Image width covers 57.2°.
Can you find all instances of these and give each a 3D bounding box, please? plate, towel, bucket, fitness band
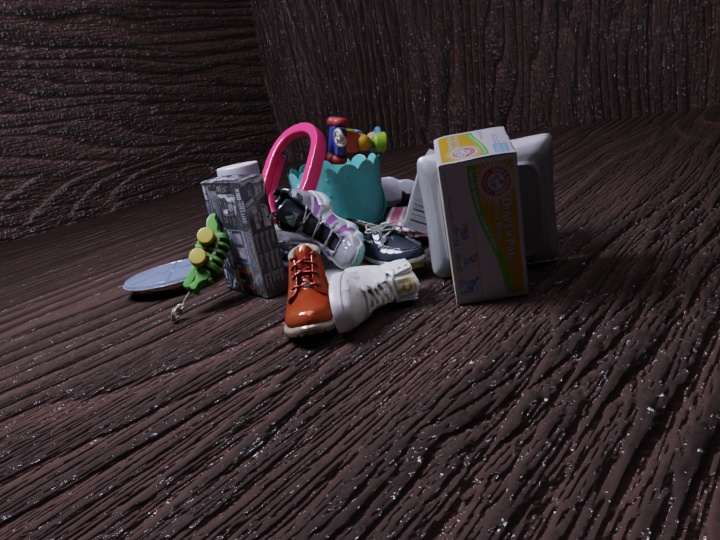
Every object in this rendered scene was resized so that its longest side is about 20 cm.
[{"bbox_3d":[0.191,-0.084,0.972,0.195,0.204,0.033,-8,30,8],"label":"plate"},{"bbox_3d":[0.144,-0.091,1.294,0.194,0.031,0.147,1,22,10],"label":"towel"},{"bbox_3d":[-0.043,-0.155,1.360,0.202,0.138,0.208,-11,15,3],"label":"bucket"},{"bbox_3d":[-0.131,-0.186,1.264,0.141,0.205,0.037,-4,-23,41],"label":"fitness band"}]

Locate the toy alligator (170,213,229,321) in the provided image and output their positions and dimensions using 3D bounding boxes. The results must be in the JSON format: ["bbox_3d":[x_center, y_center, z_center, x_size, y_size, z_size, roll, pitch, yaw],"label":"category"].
[{"bbox_3d":[-0.260,-0.002,1.114,0.053,0.204,0.060,12,-23,6],"label":"toy alligator"}]

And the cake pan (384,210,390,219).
[{"bbox_3d":[0.010,-0.088,1.419,0.195,0.038,0.201,-10,15,3],"label":"cake pan"}]

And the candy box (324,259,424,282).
[{"bbox_3d":[0.000,0.000,1.120,0.196,0.027,0.102,-16,15,-20],"label":"candy box"}]

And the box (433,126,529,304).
[{"bbox_3d":[0.163,-0.074,0.894,0.099,0.204,0.113,-8,26,8],"label":"box"}]

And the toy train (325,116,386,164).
[{"bbox_3d":[0.000,-0.243,1.249,0.112,0.087,0.200,0,14,-10],"label":"toy train"}]

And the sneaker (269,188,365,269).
[{"bbox_3d":[-0.087,-0.073,1.089,0.138,0.079,0.200,10,26,-41],"label":"sneaker"}]

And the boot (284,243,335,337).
[{"bbox_3d":[-0.077,0.025,0.926,0.073,0.110,0.200,-9,16,-2],"label":"boot"}]

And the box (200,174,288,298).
[{"bbox_3d":[-0.204,-0.063,1.154,0.049,0.205,0.156,-22,18,-34],"label":"box"}]

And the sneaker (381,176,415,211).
[{"bbox_3d":[0.120,-0.157,1.514,0.195,0.077,0.114,12,-12,-1],"label":"sneaker"}]

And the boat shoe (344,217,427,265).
[{"bbox_3d":[0.036,-0.053,1.115,0.073,0.064,0.198,-15,18,-30],"label":"boat shoe"}]

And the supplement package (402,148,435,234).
[{"bbox_3d":[0.185,-0.112,1.093,0.195,0.113,0.156,18,20,6],"label":"supplement package"}]

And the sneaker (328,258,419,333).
[{"bbox_3d":[0.024,0.025,0.916,0.113,0.076,0.200,-11,13,12],"label":"sneaker"}]

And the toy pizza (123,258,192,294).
[{"bbox_3d":[-0.377,0.015,1.332,0.195,0.033,0.201,-12,14,3],"label":"toy pizza"}]

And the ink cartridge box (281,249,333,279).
[{"bbox_3d":[-0.127,-0.019,1.263,0.117,0.043,0.198,-20,15,-32],"label":"ink cartridge box"}]

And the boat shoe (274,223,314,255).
[{"bbox_3d":[-0.152,-0.053,1.230,0.197,0.067,0.074,3,1,23],"label":"boat shoe"}]

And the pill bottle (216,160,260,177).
[{"bbox_3d":[-0.241,-0.123,1.407,0.116,0.205,0.120,-9,14,2],"label":"pill bottle"}]
